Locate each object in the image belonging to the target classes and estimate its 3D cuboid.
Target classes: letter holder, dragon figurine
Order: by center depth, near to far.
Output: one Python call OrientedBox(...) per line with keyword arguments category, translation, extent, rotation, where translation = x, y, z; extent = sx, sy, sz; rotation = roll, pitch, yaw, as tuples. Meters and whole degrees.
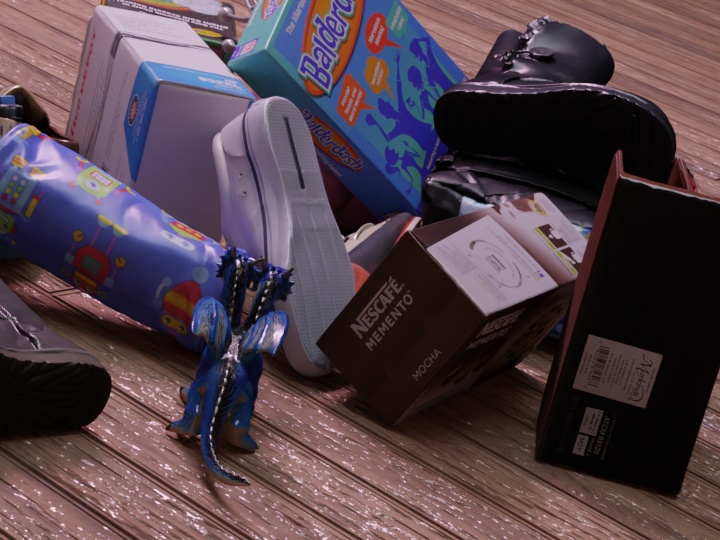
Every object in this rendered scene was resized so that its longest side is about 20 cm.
OrientedBox(category="dragon figurine", translation=(-0.078, 0.052, 1.180), extent=(0.058, 0.100, 0.200), rotation=(14, 19, -2))
OrientedBox(category="letter holder", translation=(0.192, 0.023, 1.310), extent=(0.100, 0.201, 0.142), rotation=(14, 19, 0))

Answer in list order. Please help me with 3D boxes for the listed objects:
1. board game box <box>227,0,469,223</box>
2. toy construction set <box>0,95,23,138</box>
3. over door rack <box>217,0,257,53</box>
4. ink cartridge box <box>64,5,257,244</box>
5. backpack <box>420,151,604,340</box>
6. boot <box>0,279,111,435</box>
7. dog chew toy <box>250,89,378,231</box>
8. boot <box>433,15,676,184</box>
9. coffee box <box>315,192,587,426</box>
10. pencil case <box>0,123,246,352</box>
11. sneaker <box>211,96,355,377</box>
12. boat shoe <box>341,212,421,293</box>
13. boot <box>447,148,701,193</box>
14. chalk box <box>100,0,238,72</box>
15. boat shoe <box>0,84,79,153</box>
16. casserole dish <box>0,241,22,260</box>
OrientedBox(category="board game box", translation=(-0.003, -0.154, 1.522), extent=(0.045, 0.153, 0.200), rotation=(-16, -49, 41))
OrientedBox(category="toy construction set", translation=(-0.308, -0.099, 1.348), extent=(0.130, 0.093, 0.200), rotation=(-4, 15, 6))
OrientedBox(category="over door rack", translation=(-0.096, -0.251, 1.637), extent=(0.066, 0.201, 0.148), rotation=(-19, -19, 18))
OrientedBox(category="ink cartridge box", translation=(-0.160, -0.103, 1.484), extent=(0.083, 0.146, 0.200), rotation=(7, 20, -24))
OrientedBox(category="backpack", translation=(0.154, -0.014, 1.509), extent=(0.198, 0.155, 0.163), rotation=(3, 7, 11))
OrientedBox(category="boot", translation=(-0.262, 0.027, 1.159), extent=(0.181, 0.073, 0.200), rotation=(15, 20, -48))
OrientedBox(category="dog chew toy", translation=(-0.018, -0.087, 1.604), extent=(0.199, 0.125, 0.124), rotation=(11, 17, -37))
OrientedBox(category="boot", translation=(0.174, -0.142, 1.538), extent=(0.199, 0.077, 0.168), rotation=(9, 30, 24))
OrientedBox(category="coffee box", translation=(0.073, 0.022, 1.330), extent=(0.080, 0.113, 0.200), rotation=(48, 28, 14))
OrientedBox(category="pencil case", translation=(-0.165, -0.022, 1.300), extent=(0.199, 0.078, 0.087), rotation=(29, 37, 3))
OrientedBox(category="sneaker", translation=(-0.056, -0.018, 1.345), extent=(0.071, 0.201, 0.073), rotation=(-25, -23, 39))
OrientedBox(category="boat shoe", translation=(0.000, 0.000, 1.443), extent=(0.062, 0.072, 0.200), rotation=(15, 23, 9))
OrientedBox(category="boot", translation=(0.168, -0.084, 1.599), extent=(0.203, 0.154, 0.074), rotation=(36, 57, -16))
OrientedBox(category="chalk box", translation=(-0.179, -0.164, 1.682), extent=(0.124, 0.125, 0.200), rotation=(13, 20, -9))
OrientedBox(category="boat shoe", translation=(-0.275, -0.114, 1.542), extent=(0.072, 0.072, 0.200), rotation=(2, 23, -33))
OrientedBox(category="casserole dish", translation=(-0.298, -0.054, 1.409), extent=(0.120, 0.039, 0.200), rotation=(4, 21, -28))
